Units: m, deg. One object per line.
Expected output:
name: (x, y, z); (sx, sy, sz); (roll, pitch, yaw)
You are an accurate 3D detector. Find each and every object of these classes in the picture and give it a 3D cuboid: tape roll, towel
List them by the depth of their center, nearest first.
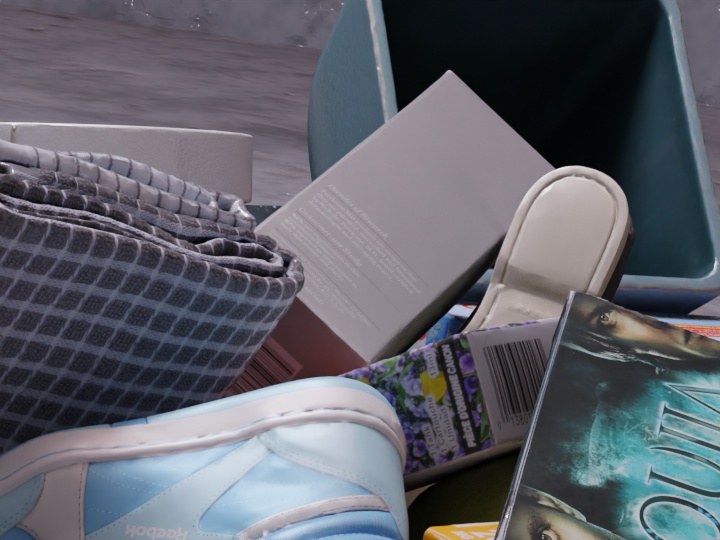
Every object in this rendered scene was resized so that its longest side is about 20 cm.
towel: (-0.133, 0.036, 1.085); (0.200, 0.166, 0.086); (11, 31, -52)
tape roll: (-0.154, -0.053, 1.413); (0.202, 0.037, 0.203); (1, 1, 0)

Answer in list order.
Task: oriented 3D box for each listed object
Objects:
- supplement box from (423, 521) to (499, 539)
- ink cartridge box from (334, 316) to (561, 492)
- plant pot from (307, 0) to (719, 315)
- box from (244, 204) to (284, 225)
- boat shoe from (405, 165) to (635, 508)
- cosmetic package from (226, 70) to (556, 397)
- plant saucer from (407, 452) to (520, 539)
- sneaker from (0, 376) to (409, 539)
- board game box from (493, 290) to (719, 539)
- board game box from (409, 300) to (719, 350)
supplement box: (0.133, 0.140, 1.033); (0.199, 0.074, 0.126); (0, 13, -36)
ink cartridge box: (-0.002, 0.070, 1.144); (0.199, 0.051, 0.109); (-20, -8, 33)
plant pot: (0.065, -0.040, 1.578); (0.195, 0.197, 0.200); (3, -25, -23)
box: (-0.110, 0.033, 1.319); (0.199, 0.038, 0.137); (1, 56, -32)
boat shoe: (0.068, 0.049, 1.266); (0.072, 0.200, 0.063); (24, -17, 18)
cosmetic package: (0.000, 0.000, 1.293); (0.090, 0.107, 0.200); (42, 39, 3)
plant saucer: (0.102, 0.090, 1.143); (0.199, 0.031, 0.200); (-12, -11, -2)
sneaker: (-0.071, 0.120, 1.010); (0.199, 0.080, 0.131); (-19, 44, 3)
board game box: (0.121, 0.080, 0.988); (0.135, 0.028, 0.200); (19, 27, 2)
board game box: (0.149, 0.063, 1.396); (0.199, 0.056, 0.196); (4, 8, -22)
